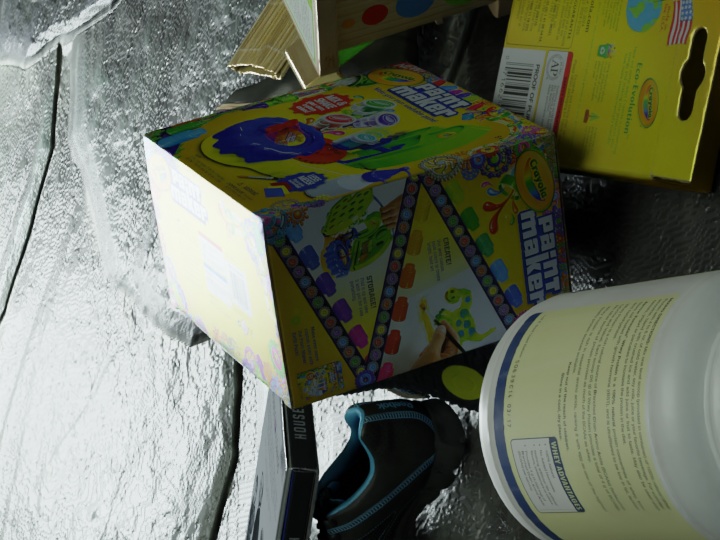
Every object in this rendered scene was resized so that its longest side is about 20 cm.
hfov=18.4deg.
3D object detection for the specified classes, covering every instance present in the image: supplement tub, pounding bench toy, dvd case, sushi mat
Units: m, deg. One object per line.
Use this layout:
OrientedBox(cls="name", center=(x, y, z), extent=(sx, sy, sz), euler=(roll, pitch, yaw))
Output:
OrientedBox(cls="supplement tub", center=(0.173, 0.075, 1.171), extent=(0.200, 0.144, 0.146), euler=(-10, 73, 55))
OrientedBox(cls="pounding bench toy", center=(0.024, -0.208, 1.455), extent=(0.201, 0.155, 0.125), euler=(88, 161, -53))
OrientedBox(cls="dvd case", center=(-0.055, 0.166, 1.505), extent=(0.151, 0.025, 0.201), euler=(-99, 16, -56))
OrientedBox(cls="sushi mat", center=(-0.024, -0.225, 1.599), extent=(0.201, 0.012, 0.096), euler=(-58, 25, -5))

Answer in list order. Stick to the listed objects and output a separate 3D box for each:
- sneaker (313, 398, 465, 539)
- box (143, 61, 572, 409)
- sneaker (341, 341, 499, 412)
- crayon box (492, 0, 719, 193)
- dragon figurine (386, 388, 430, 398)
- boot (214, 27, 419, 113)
OrientedBox(cls="sneaker", center=(-0.006, 0.170, 1.467), extent=(0.073, 0.082, 0.201), euler=(41, 116, 50))
OrientedBox(cls="box", center=(-0.004, -0.028, 1.366), extent=(0.200, 0.192, 0.123), euler=(34, 136, 59))
OrientedBox(cls="sneaker", center=(0.044, 0.040, 1.413), extent=(0.199, 0.066, 0.079), euler=(4, 40, 28))
OrientedBox(cls="crayon box", center=(0.160, -0.116, 1.328), extent=(0.200, 0.051, 0.128), euler=(15, 94, 57))
OrientedBox(cls="dragon figurine", center=(0.000, 0.000, 1.520), extent=(0.100, 0.059, 0.200), euler=(-69, 29, 25))
OrientedBox(cls="boot", center=(-0.019, -0.162, 1.602), extent=(0.199, 0.077, 0.139), euler=(-1, 74, 45))
